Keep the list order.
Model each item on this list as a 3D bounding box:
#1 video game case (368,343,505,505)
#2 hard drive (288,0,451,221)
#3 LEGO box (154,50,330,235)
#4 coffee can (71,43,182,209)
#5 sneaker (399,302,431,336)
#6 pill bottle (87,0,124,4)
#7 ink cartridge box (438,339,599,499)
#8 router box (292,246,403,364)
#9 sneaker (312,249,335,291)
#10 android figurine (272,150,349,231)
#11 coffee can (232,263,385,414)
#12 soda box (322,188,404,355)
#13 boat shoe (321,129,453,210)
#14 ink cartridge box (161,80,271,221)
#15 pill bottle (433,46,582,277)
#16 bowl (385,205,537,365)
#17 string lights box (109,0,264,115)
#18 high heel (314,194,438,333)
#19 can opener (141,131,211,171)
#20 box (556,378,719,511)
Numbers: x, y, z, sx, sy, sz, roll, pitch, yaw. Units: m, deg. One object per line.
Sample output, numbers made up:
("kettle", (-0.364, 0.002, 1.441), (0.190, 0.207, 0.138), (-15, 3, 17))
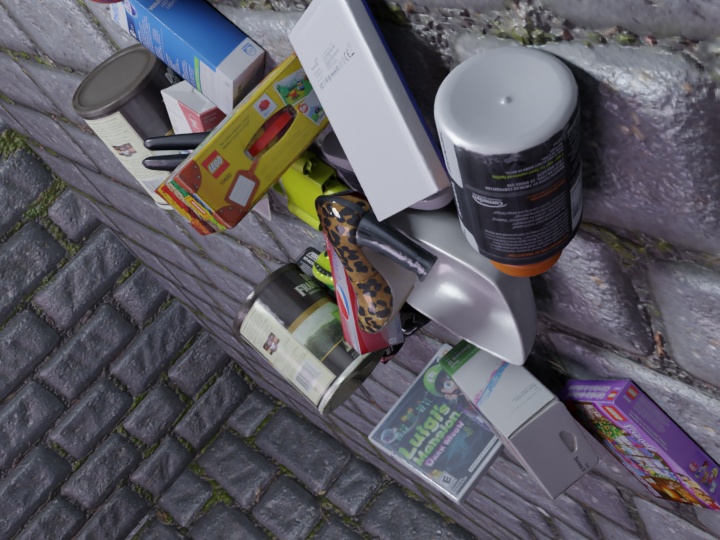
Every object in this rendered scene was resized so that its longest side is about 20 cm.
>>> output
("video game case", (0.139, 0.225, 1.257), (0.182, 0.200, 0.023), (28, 158, 36))
("hard drive", (0.005, -0.151, 0.757), (0.200, 0.025, 0.132), (64, 157, -2))
("LEGO box", (-0.117, -0.136, 0.896), (0.077, 0.200, 0.149), (45, 163, -16))
("coffee can", (-0.301, -0.209, 1.223), (0.146, 0.146, 0.200), (25, 158, 44))
("sneaker", (0.065, 0.031, 1.127), (0.077, 0.084, 0.200), (30, 161, 31))
("pill bottle", (-0.240, -0.339, 0.808), (0.112, 0.112, 0.200), (47, 163, -20))
("ink cartridge box", (0.208, 0.185, 1.111), (0.145, 0.087, 0.200), (52, 176, -32))
("router box", (-0.021, 0.062, 1.445), (0.200, 0.062, 0.150), (33, 161, 25))
("sneaker", (0.014, 0.031, 1.290), (0.200, 0.074, 0.084), (36, 179, 34))
("android figurine", (-0.086, -0.125, 1.147), (0.200, 0.041, 0.182), (34, 163, 18))
("coffee can", (-0.081, 0.108, 1.319), (0.200, 0.146, 0.146), (42, 165, 14))
("soda box", (0.000, 0.000, 1.055), (0.070, 0.063, 0.200), (-148, 44, -68))
("boat shoe", (0.035, -0.098, 0.884), (0.200, 0.072, 0.068), (28, 158, 46))
("ink cartridge box", (-0.195, -0.155, 1.148), (0.116, 0.067, 0.200), (36, 148, 44))
("pill bottle", (0.126, -0.074, 0.675), (0.106, 0.106, 0.200), (31, 161, 30))
("bowl", (0.119, 0.003, 0.952), (0.200, 0.075, 0.200), (31, 161, 34))
("string lights box", (-0.208, -0.280, 0.984), (0.200, 0.059, 0.103), (40, 163, 2))
("high heel", (-0.007, -0.006, 0.938), (0.142, 0.071, 0.200), (34, 147, 1))
("can opener", (-0.174, -0.152, 1.037), (0.199, 0.064, 0.079), (2, 151, 8))
("box", (0.352, 0.214, 1.033), (0.200, 0.039, 0.137), (43, 163, -7))
